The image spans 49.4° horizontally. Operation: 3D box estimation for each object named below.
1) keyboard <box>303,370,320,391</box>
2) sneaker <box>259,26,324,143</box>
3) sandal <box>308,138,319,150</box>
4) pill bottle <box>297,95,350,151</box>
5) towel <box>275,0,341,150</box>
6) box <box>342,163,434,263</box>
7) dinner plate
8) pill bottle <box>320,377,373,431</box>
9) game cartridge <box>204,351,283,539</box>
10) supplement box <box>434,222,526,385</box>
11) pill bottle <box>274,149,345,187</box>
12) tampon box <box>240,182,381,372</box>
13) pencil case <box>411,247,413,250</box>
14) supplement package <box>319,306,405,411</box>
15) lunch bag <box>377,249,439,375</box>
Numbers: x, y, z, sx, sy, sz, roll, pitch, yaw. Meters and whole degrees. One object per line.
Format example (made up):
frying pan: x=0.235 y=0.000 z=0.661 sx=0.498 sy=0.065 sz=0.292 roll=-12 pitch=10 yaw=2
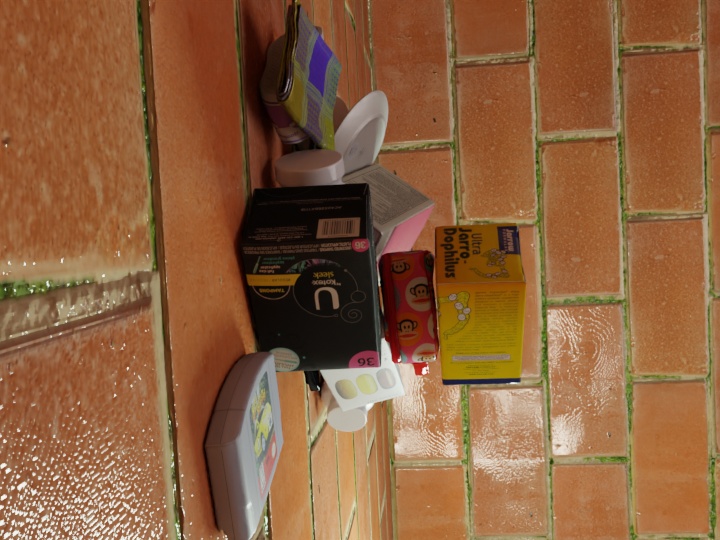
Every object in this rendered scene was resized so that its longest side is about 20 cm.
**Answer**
keyboard: x=-0.090 y=0.108 z=1.191 sx=0.200 sy=0.040 sz=0.104 roll=-99 pitch=173 yaw=-56
sneaker: x=-0.090 y=-0.259 z=1.113 sx=0.114 sy=0.073 sz=0.201 roll=72 pitch=26 yaw=-43
sandal: x=-0.094 y=-0.128 z=1.240 sx=0.075 sy=0.045 sz=0.200 roll=-76 pitch=178 yaw=-54
pill bottle: x=-0.050 y=-0.214 z=1.340 sx=0.200 sy=0.111 sz=0.111 roll=73 pitch=15 yaw=-68
towel: x=-0.064 y=-0.252 z=1.042 sx=0.200 sy=0.023 sz=0.144 roll=42 pitch=52 yaw=-69
box: x=0.010 y=-0.078 z=1.254 sx=0.200 sy=0.128 sz=0.109 roll=-31 pitch=153 yaw=-55
dinner plate: x=-0.004 y=-0.195 z=1.268 sx=0.200 sy=0.024 sz=0.200 roll=-51 pitch=161 yaw=-25
pill bottle: x=-0.021 y=0.203 z=1.482 sx=0.200 sy=0.104 sz=0.104 roll=-86 pitch=171 yaw=-50
game cartridge: x=-0.118 y=0.171 z=0.829 sx=0.200 sy=0.041 sz=0.133 roll=-78 pitch=161 yaw=-70
supplement box: x=0.156 y=0.048 z=1.034 sx=0.109 sy=0.109 sz=0.200 roll=-86 pitch=171 yaw=-46
pill bottle: x=-0.062 y=-0.061 z=1.098 sx=0.116 sy=0.115 sz=0.200 roll=-82 pitch=169 yaw=-63
tampon box: x=-0.054 y=0.012 z=0.969 sx=0.126 sy=0.150 sz=0.200 roll=-87 pitch=173 yaw=-54
pencil case: x=0.000 y=0.000 z=1.372 sx=0.078 sy=0.200 sz=0.090 roll=93 pitch=-15 yaw=-65
supplement package: x=-0.007 y=0.119 z=1.211 sx=0.200 sy=0.114 sz=0.110 roll=69 pitch=7 yaw=-55
lunch bag: x=0.074 y=0.060 z=1.106 sx=0.200 sy=0.082 sz=0.177 roll=-3 pitch=86 yaw=-86
